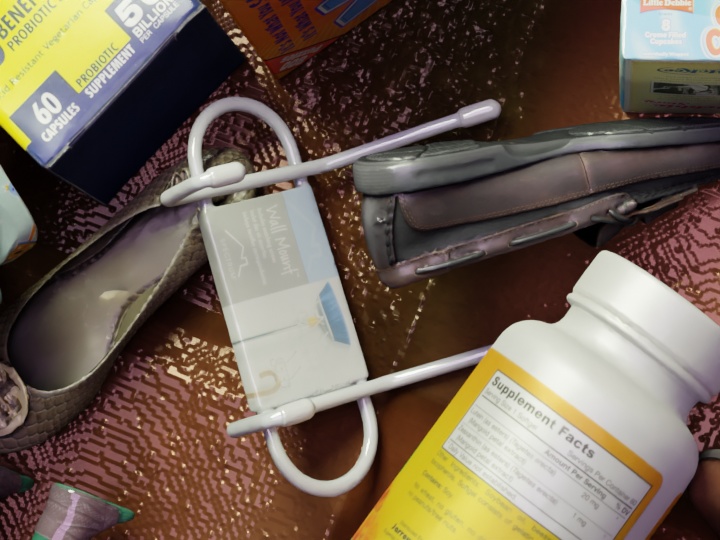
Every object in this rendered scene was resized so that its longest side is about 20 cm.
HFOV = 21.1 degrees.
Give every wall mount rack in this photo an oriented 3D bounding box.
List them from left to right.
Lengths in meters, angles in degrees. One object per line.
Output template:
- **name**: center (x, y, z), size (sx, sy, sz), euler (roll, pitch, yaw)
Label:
- **wall mount rack**: center (0.000, 0.000, 0.935), size (0.172, 0.074, 0.202), euler (-15, 87, -33)

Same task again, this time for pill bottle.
- **pill bottle**: center (0.085, 0.095, 0.893), size (0.111, 0.111, 0.201), euler (36, 89, 10)

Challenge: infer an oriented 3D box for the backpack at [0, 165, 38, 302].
- **backpack**: center (-0.261, -0.030, 0.913), size (0.153, 0.199, 0.177), euler (-40, 103, -39)

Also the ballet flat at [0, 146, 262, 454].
- **ballet flat**: center (-0.128, 0.013, 0.964), size (0.200, 0.046, 0.067), euler (-42, 79, 1)

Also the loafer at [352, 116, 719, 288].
- **loafer**: center (0.092, -0.035, 0.918), size (0.198, 0.072, 0.064), euler (-8, 99, -18)

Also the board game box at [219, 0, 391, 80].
- **board game box**: center (-0.028, -0.246, 0.906), size (0.199, 0.200, 0.201), euler (-35, 80, 2)

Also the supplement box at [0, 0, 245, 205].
- **supplement box**: center (-0.170, -0.146, 0.959), size (0.200, 0.110, 0.109), euler (44, 90, 11)

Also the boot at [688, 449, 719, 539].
- **boot**: center (0.166, 0.205, 0.867), size (0.200, 0.068, 0.189), euler (-41, 92, -19)

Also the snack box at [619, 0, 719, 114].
- **snack box**: center (0.220, -0.100, 0.897), size (0.198, 0.116, 0.038), euler (2, 83, 7)

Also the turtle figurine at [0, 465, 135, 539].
- **turtle figurine**: center (-0.186, 0.196, 0.928), size (0.148, 0.101, 0.202), euler (17, 80, 9)
